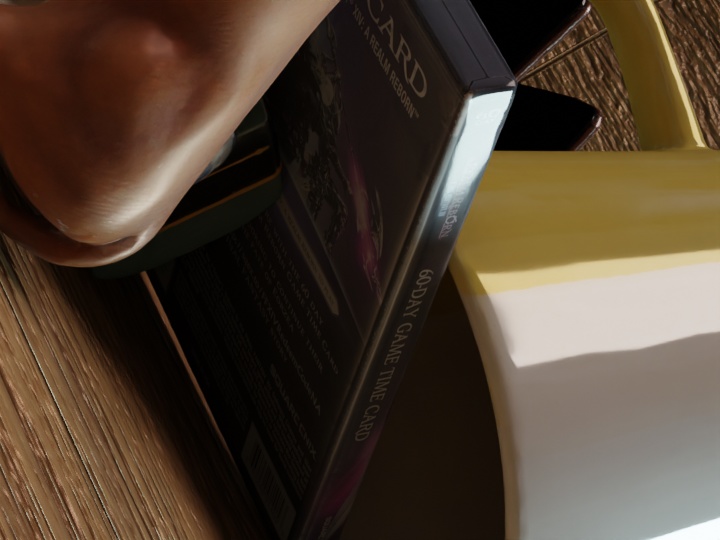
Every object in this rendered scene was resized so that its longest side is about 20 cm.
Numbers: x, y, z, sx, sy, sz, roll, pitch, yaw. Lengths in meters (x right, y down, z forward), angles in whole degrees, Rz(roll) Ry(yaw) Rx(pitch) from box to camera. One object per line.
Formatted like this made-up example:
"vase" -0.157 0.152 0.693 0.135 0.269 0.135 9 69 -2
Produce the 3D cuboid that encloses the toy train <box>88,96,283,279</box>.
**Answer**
"toy train" -0.085 -0.093 0.711 0.201 0.085 0.114 60 -10 24

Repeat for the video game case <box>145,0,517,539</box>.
"video game case" -0.020 -0.032 0.738 0.143 0.019 0.201 62 -31 32

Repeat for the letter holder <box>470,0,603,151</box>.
"letter holder" 0.029 -0.111 1.227 0.200 0.142 0.101 14 -37 57

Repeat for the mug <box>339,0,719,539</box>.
"mug" 0.072 0.013 0.762 0.149 0.152 0.188 39 -47 55

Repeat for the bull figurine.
"bull figurine" -0.032 -0.099 0.606 0.121 0.200 0.065 41 -14 -18
